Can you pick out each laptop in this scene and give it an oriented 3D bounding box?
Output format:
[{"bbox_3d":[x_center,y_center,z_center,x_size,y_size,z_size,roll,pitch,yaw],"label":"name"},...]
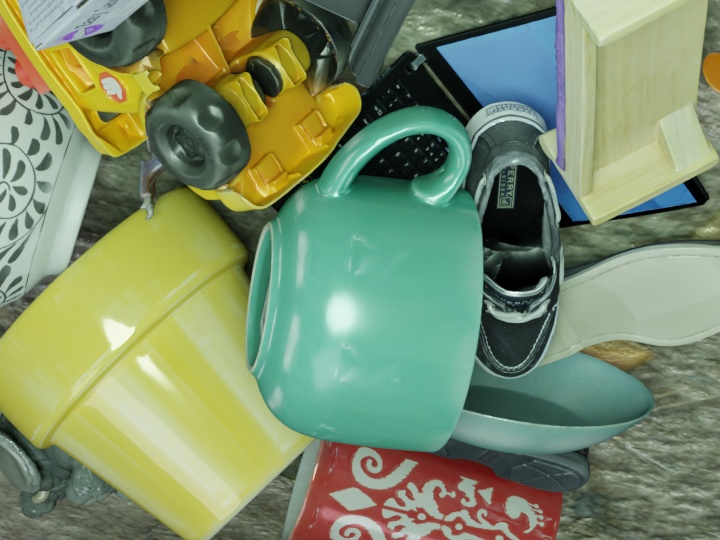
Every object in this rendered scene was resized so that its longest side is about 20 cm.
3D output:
[{"bbox_3d":[0.078,-0.044,1.001,0.177,0.200,0.103,47,178,-32],"label":"laptop"}]

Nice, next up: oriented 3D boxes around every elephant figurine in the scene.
[{"bbox_3d":[-0.266,0.138,1.378,0.198,0.157,0.141,-7,177,38],"label":"elephant figurine"}]

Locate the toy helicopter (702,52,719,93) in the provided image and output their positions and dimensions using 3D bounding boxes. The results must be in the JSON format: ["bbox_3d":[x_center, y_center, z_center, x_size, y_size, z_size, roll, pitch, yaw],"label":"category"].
[{"bbox_3d":[0.272,-0.108,0.861,0.199,0.080,0.132,34,141,-29],"label":"toy helicopter"}]

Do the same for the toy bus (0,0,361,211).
[{"bbox_3d":[-0.125,-0.128,0.943,0.191,0.136,0.201,-15,115,46],"label":"toy bus"}]

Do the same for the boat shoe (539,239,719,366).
[{"bbox_3d":[0.170,0.011,1.078,0.198,0.063,0.073,-15,115,25],"label":"boat shoe"}]

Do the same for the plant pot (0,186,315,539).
[{"bbox_3d":[-0.127,0.078,1.128,0.189,0.201,0.201,47,142,2],"label":"plant pot"}]

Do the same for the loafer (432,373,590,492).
[{"bbox_3d":[0.083,0.104,1.210,0.198,0.064,0.072,24,146,-21],"label":"loafer"}]

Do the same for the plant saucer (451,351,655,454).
[{"bbox_3d":[0.097,0.086,1.105,0.199,0.201,0.039,11,105,10],"label":"plant saucer"}]

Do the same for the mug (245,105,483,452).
[{"bbox_3d":[-0.002,0.006,0.946,0.113,0.187,0.152,7,171,-11],"label":"mug"}]

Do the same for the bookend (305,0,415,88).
[{"bbox_3d":[-0.044,-0.219,0.749,0.197,0.201,0.092,23,144,-7],"label":"bookend"}]

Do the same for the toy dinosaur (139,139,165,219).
[{"bbox_3d":[-0.050,-0.071,1.050,0.179,0.106,0.201,-4,131,1],"label":"toy dinosaur"}]

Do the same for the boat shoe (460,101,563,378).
[{"bbox_3d":[0.091,-0.001,0.987,0.071,0.068,0.202,-2,129,-2],"label":"boat shoe"}]

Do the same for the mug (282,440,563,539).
[{"bbox_3d":[0.055,0.173,1.282,0.198,0.134,0.178,18,146,-5],"label":"mug"}]

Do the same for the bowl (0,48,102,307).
[{"bbox_3d":[-0.222,-0.052,1.058,0.093,0.202,0.201,17,145,-10],"label":"bowl"}]

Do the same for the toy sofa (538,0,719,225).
[{"bbox_3d":[0.130,-0.118,0.835,0.082,0.098,0.200,-27,155,-5],"label":"toy sofa"}]

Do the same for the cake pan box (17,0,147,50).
[{"bbox_3d":[-0.127,-0.212,0.729,0.052,0.186,0.200,-15,178,-29],"label":"cake pan box"}]
